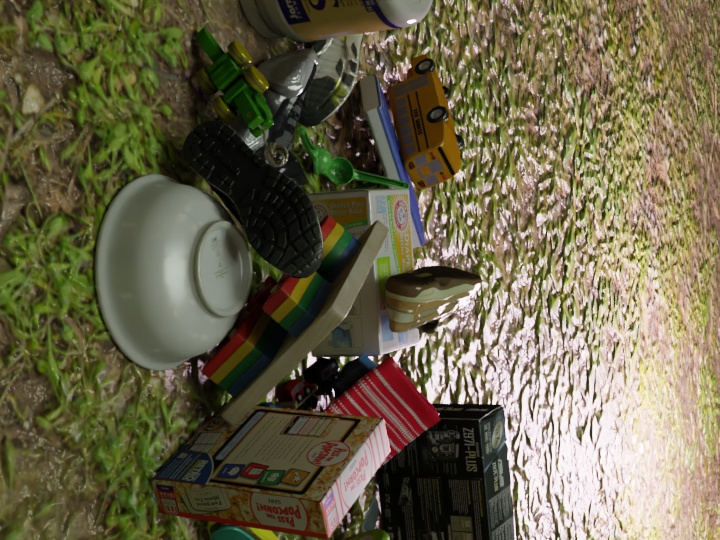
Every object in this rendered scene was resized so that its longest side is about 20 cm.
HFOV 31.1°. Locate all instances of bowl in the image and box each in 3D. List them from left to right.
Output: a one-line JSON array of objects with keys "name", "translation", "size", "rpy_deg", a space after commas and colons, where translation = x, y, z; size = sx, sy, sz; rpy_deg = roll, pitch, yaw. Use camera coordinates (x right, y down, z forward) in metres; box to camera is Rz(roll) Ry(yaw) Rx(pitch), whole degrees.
[{"name": "bowl", "translation": [-0.172, 0.000, 1.316], "size": [0.201, 0.090, 0.203], "rpy_deg": [7, 82, -61]}]

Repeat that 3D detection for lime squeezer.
[{"name": "lime squeezer", "translation": [-0.030, -0.129, 1.605], "size": [0.199, 0.070, 0.038], "rpy_deg": [25, 84, -45]}]

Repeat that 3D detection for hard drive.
[{"name": "hard drive", "translation": [0.043, -0.146, 1.721], "size": [0.132, 0.025, 0.201], "rpy_deg": [-95, 167, -63]}]

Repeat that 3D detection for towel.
[{"name": "towel", "translation": [-0.007, 0.202, 1.535], "size": [0.200, 0.022, 0.145], "rpy_deg": [-40, 135, -3]}]

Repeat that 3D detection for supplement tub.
[{"name": "supplement tub", "translation": [-0.028, -0.342, 1.488], "size": [0.145, 0.198, 0.147], "rpy_deg": [10, 78, -60]}]

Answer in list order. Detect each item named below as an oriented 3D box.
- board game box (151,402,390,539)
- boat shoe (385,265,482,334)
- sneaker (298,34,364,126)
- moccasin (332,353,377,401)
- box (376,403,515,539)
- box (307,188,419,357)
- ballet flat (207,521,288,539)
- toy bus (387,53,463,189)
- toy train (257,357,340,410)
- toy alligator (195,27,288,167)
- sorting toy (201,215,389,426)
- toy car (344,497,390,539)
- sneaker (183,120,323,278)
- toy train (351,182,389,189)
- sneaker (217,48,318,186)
[{"name": "board game box", "translation": [-0.090, 0.200, 1.330], "size": [0.152, 0.198, 0.047], "rpy_deg": [-46, 131, -51]}, {"name": "boat shoe", "translation": [0.086, 0.040, 1.602], "size": [0.199, 0.071, 0.077], "rpy_deg": [-7, 109, -55]}, {"name": "sneaker", "translation": [-0.030, -0.264, 1.606], "size": [0.085, 0.074, 0.201], "rpy_deg": [100, 11, -78]}, {"name": "moccasin", "translation": [-0.015, 0.183, 1.588], "size": [0.068, 0.080, 0.201], "rpy_deg": [-31, 137, -29]}, {"name": "box", "translation": [0.112, 0.284, 1.725], "size": [0.086, 0.162, 0.202], "rpy_deg": [-15, 100, -59]}, {"name": "box", "translation": [0.000, 0.000, 1.610], "size": [0.112, 0.101, 0.202], "rpy_deg": [-10, 97, -60]}, {"name": "ballet flat", "translation": [-0.107, 0.311, 1.440], "size": [0.067, 0.066, 0.201], "rpy_deg": [-92, 157, -48]}, {"name": "toy bus", "translation": [0.088, -0.207, 1.767], "size": [0.065, 0.078, 0.201], "rpy_deg": [55, 18, -43]}, {"name": "toy train", "translation": [-0.077, 0.151, 1.530], "size": [0.200, 0.034, 0.046], "rpy_deg": [-38, 117, -56]}, {"name": "toy alligator", "translation": [-0.119, -0.180, 1.387], "size": [0.201, 0.059, 0.054], "rpy_deg": [58, 15, 24]}, {"name": "sorting toy", "translation": [-0.076, 0.038, 1.394], "size": [0.069, 0.200, 0.199], "rpy_deg": [40, 31, -8]}, {"name": "toy car", "translation": [0.019, 0.371, 1.585], "size": [0.165, 0.157, 0.200], "rpy_deg": [68, 22, -13]}, {"name": "sneaker", "translation": [-0.098, -0.068, 1.340], "size": [0.200, 0.076, 0.088], "rpy_deg": [51, -3, 20]}, {"name": "toy train", "translation": [0.027, -0.025, 1.727], "size": [0.056, 0.041, 0.202], "rpy_deg": [-29, 114, -47]}, {"name": "sneaker", "translation": [-0.095, -0.162, 1.486], "size": [0.201, 0.075, 0.114], "rpy_deg": [-58, 137, -37]}]
